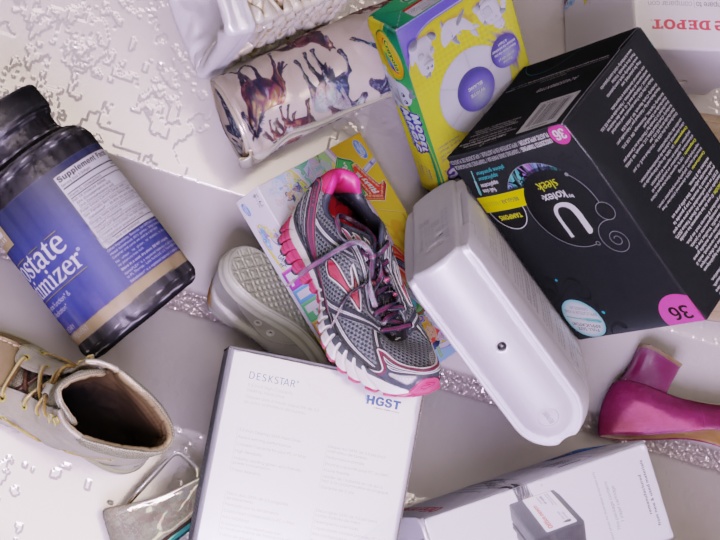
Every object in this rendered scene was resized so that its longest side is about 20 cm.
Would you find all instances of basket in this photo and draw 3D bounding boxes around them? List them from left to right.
[{"bbox_3d":[-0.101,-0.281,1.378,0.122,0.135,0.202,-20,87,-19],"label":"basket"}]

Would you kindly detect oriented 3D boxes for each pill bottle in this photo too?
[{"bbox_3d":[-0.229,-0.041,1.317,0.112,0.112,0.201,-39,92,-17],"label":"pill bottle"}]

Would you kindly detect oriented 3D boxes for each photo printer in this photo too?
[{"bbox_3d":[0.115,0.039,1.361,0.069,0.167,0.201,-33,109,14],"label":"photo printer"}]

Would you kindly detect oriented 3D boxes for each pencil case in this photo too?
[{"bbox_3d":[-0.032,-0.156,1.405,0.199,0.078,0.090,-26,63,-18],"label":"pencil case"}]

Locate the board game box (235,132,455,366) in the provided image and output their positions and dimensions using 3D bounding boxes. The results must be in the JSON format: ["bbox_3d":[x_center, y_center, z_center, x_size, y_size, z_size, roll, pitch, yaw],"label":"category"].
[{"bbox_3d":[0.000,0.000,1.385,0.134,0.034,0.201,-32,91,-43],"label":"board game box"}]

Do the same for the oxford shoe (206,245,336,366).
[{"bbox_3d":[-0.047,0.054,1.384,0.199,0.058,0.076,38,43,-20],"label":"oxford shoe"}]

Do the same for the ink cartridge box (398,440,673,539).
[{"bbox_3d":[0.129,0.209,1.357,0.198,0.145,0.085,-16,86,-17],"label":"ink cartridge box"}]

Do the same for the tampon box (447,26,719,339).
[{"bbox_3d":[0.199,-0.064,1.341,0.201,0.149,0.126,52,58,-17],"label":"tampon box"}]

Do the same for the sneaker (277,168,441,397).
[{"bbox_3d":[0.001,0.012,1.265,0.080,0.075,0.201,-5,51,-40],"label":"sneaker"}]

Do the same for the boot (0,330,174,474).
[{"bbox_3d":[-0.238,0.091,1.271,0.199,0.155,0.073,29,75,-9],"label":"boot"}]

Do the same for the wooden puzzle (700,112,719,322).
[{"bbox_3d":[0.258,-0.052,1.489,0.198,0.046,0.187,6,80,-10],"label":"wooden puzzle"}]

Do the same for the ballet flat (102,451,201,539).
[{"bbox_3d":[-0.116,0.161,1.342,0.199,0.067,0.063,-32,81,-18],"label":"ballet flat"}]

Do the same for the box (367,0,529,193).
[{"bbox_3d":[0.087,-0.150,1.405,0.117,0.048,0.201,-35,130,-18],"label":"box"}]

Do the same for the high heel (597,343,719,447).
[{"bbox_3d":[0.302,0.151,1.449,0.199,0.067,0.096,34,65,-3],"label":"high heel"}]

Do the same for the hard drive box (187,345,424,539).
[{"bbox_3d":[-0.047,0.171,1.274,0.154,0.077,0.202,12,84,-7],"label":"hard drive box"}]

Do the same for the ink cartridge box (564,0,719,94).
[{"bbox_3d":[0.269,-0.269,1.470,0.146,0.145,0.202,-1,82,-16],"label":"ink cartridge box"}]
